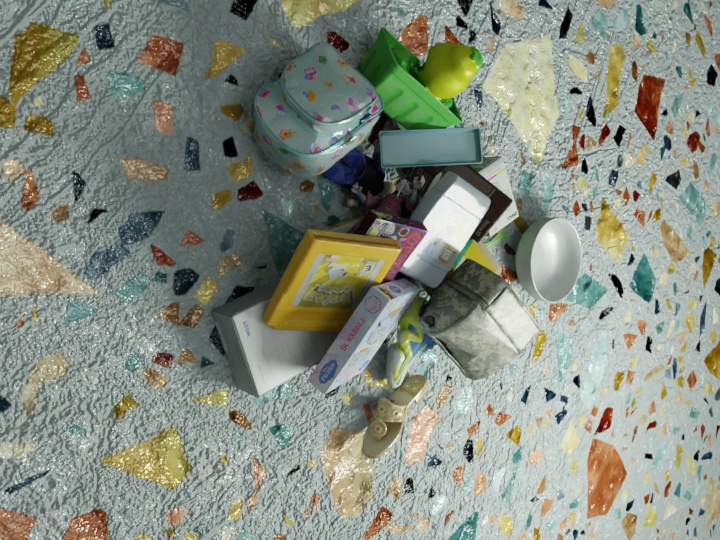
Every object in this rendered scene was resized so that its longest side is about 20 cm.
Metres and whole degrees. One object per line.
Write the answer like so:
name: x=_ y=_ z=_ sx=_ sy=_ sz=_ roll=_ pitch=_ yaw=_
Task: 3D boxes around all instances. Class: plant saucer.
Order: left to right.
plant saucer: x=0.132 y=-0.231 z=1.321 sx=0.200 sy=0.019 sz=0.070 roll=-5 pitch=91 yaw=-13

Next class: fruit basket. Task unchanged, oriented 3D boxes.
fruit basket: x=0.125 y=-0.361 z=1.286 sx=0.215 sy=0.216 sz=0.156 roll=30 pitch=33 yaw=-37

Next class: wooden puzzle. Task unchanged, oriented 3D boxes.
wooden puzzle: x=0.206 y=0.000 z=1.431 sx=0.200 sy=0.037 sz=0.185 roll=52 pitch=60 yaw=-26

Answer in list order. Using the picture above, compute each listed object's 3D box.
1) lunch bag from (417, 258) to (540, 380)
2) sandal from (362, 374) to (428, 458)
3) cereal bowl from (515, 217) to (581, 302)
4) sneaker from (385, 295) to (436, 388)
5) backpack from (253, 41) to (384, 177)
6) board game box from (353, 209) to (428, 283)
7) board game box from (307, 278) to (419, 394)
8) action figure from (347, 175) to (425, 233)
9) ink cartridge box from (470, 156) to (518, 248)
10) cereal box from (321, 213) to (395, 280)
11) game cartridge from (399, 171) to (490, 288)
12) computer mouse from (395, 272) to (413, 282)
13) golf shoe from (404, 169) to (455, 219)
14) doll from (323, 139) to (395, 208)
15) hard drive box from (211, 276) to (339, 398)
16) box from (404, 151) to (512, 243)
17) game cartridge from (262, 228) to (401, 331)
lunch bag: x=0.217 y=0.101 z=1.334 sx=0.168 sy=0.139 sz=0.200 roll=-47 pitch=127 yaw=-7
sandal: x=0.060 y=0.272 z=1.406 sx=0.212 sy=0.078 sz=0.070 roll=-47 pitch=128 yaw=-33
cereal bowl: x=0.433 y=-0.027 z=1.658 sx=0.200 sy=0.083 sz=0.200 roll=-6 pitch=100 yaw=-37
sneaker: x=0.117 y=0.150 z=1.399 sx=0.105 sy=0.076 sz=0.200 roll=9 pitch=110 yaw=-10
backpack: x=-0.078 y=-0.264 z=1.167 sx=0.200 sy=0.153 sz=0.176 roll=-43 pitch=86 yaw=-15
board game box: x=0.015 y=-0.011 z=1.194 sx=0.120 sy=0.032 sz=0.200 roll=6 pitch=130 yaw=-41
board game box: x=0.011 y=0.109 z=1.231 sx=0.200 sy=0.041 sz=0.200 roll=-56 pitch=166 yaw=13
action figure: x=0.055 y=-0.093 z=1.278 sx=0.200 sy=0.134 sz=0.149 roll=-55 pitch=140 yaw=-36
ink cartridge box: x=0.285 y=-0.139 z=1.541 sx=0.104 sy=0.059 sz=0.200 roll=-34 pitch=115 yaw=-30
cereal box: x=0.000 y=0.000 z=1.347 sx=0.144 sy=0.039 sz=0.200 roll=-22 pitch=109 yaw=-36
game cartridge: x=0.142 y=-0.072 z=1.266 sx=0.133 sy=0.042 sz=0.200 roll=24 pitch=100 yaw=-47
computer mouse: x=0.155 y=-0.009 z=1.443 sx=0.200 sy=0.053 sz=0.139 roll=22 pitch=72 yaw=-45
golf shoe: x=0.114 y=-0.103 z=1.316 sx=0.077 sy=0.088 sz=0.200 roll=9 pitch=108 yaw=-50
doll: x=-0.002 y=-0.187 z=1.314 sx=0.200 sy=0.048 sz=0.137 roll=31 pitch=86 yaw=-38
hard drive box: x=-0.138 y=0.103 z=1.228 sx=0.200 sy=0.077 sz=0.156 roll=-26 pitch=111 yaw=-34
box: x=0.188 y=-0.156 z=1.376 sx=0.200 sy=0.100 sz=0.075 roll=38 pitch=67 yaw=6
game cartridge: x=-0.048 y=0.024 z=1.147 sx=0.176 sy=0.032 sz=0.200 roll=5 pitch=128 yaw=-35
